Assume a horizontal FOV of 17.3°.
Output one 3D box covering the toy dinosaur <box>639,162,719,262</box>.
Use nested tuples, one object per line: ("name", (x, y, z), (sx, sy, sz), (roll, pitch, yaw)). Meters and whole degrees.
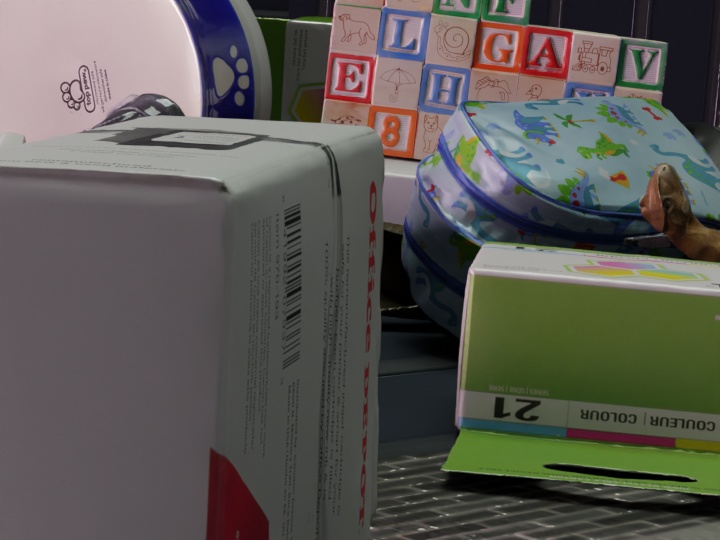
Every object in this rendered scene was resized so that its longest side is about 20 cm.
("toy dinosaur", (0.226, 0.015, 1.179), (0.199, 0.061, 0.106), (35, 45, 13))

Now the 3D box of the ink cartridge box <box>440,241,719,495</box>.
("ink cartridge box", (0.115, 0.040, 1.005), (0.147, 0.076, 0.200), (5, 6, 6))

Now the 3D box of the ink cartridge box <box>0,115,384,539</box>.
("ink cartridge box", (-0.052, 0.034, 0.687), (0.083, 0.146, 0.200), (3, 7, 11))

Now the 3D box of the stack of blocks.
("stack of blocks", (0.080, -0.120, 1.415), (0.198, 0.116, 0.059), (8, 7, 1))

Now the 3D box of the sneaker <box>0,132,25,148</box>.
("sneaker", (-0.274, -0.054, 1.469), (0.117, 0.074, 0.200), (11, 10, -3))

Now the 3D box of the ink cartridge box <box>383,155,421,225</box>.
("ink cartridge box", (-0.026, -0.032, 1.424), (0.198, 0.085, 0.145), (5, 8, -2))

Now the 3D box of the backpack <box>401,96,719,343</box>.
("backpack", (0.118, -0.021, 1.261), (0.198, 0.154, 0.164), (-11, 44, -12))

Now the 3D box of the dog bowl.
("dog bowl", (-0.161, -0.119, 1.568), (0.199, 0.202, 0.079), (9, 11, 31))

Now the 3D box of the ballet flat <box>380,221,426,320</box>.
("ballet flat", (0.000, 0.000, 1.296), (0.199, 0.068, 0.046), (8, -4, -28))

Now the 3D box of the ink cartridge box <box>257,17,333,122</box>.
("ink cartridge box", (-0.048, -0.103, 1.659), (0.198, 0.149, 0.076), (4, 8, 8))

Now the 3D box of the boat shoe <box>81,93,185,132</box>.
("boat shoe", (-0.119, -0.037, 1.169), (0.072, 0.068, 0.200), (43, -19, 5))
